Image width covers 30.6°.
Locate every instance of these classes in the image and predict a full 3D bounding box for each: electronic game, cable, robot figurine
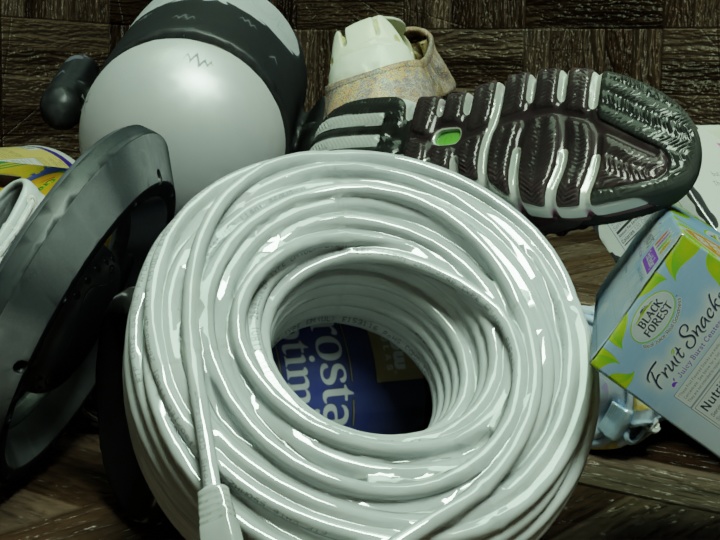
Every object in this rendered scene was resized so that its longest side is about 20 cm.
[{"bbox_3d":[-0.147,0.021,0.640,0.041,0.201,0.200,27,11,4],"label":"electronic game"},{"bbox_3d":[0.001,0.042,0.546,0.198,0.201,0.070,-12,-32,-23],"label":"cable"},{"bbox_3d":[-0.097,-0.098,0.793,0.149,0.125,0.201,-26,23,17],"label":"robot figurine"}]

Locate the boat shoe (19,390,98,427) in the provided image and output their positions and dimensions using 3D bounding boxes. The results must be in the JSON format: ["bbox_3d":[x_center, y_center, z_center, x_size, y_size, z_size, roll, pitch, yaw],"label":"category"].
[{"bbox_3d":[-0.150,0.061,0.779,0.198,0.075,0.060,6,14,17],"label":"boat shoe"}]

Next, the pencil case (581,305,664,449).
[{"bbox_3d":[0.193,0.056,0.819,0.199,0.084,0.090,-7,27,-44],"label":"pencil case"}]

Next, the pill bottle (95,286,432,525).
[{"bbox_3d":[-0.023,0.059,0.655,0.198,0.113,0.112,-3,9,-28],"label":"pill bottle"}]

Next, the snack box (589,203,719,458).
[{"bbox_3d":[0.195,0.056,0.556,0.199,0.068,0.169,34,13,4],"label":"snack box"}]

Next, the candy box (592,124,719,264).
[{"bbox_3d":[0.248,0.008,0.789,0.167,0.201,0.072,-6,-34,-42],"label":"candy box"}]

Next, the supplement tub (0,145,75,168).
[{"bbox_3d":[-0.319,-0.027,1.084,0.144,0.147,0.200,5,9,24],"label":"supplement tub"}]

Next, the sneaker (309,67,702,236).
[{"bbox_3d":[0.080,-0.037,0.653,0.198,0.076,0.116,4,-28,31],"label":"sneaker"}]

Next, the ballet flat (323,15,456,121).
[{"bbox_3d":[0.012,-0.114,0.772,0.067,0.068,0.200,-15,9,12],"label":"ballet flat"}]

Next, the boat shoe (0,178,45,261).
[{"bbox_3d":[-0.215,0.030,0.668,0.072,0.069,0.200,-1,41,46],"label":"boat shoe"}]

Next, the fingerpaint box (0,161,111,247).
[{"bbox_3d":[-0.266,0.012,0.786,0.166,0.074,0.200,9,39,42],"label":"fingerpaint box"}]
